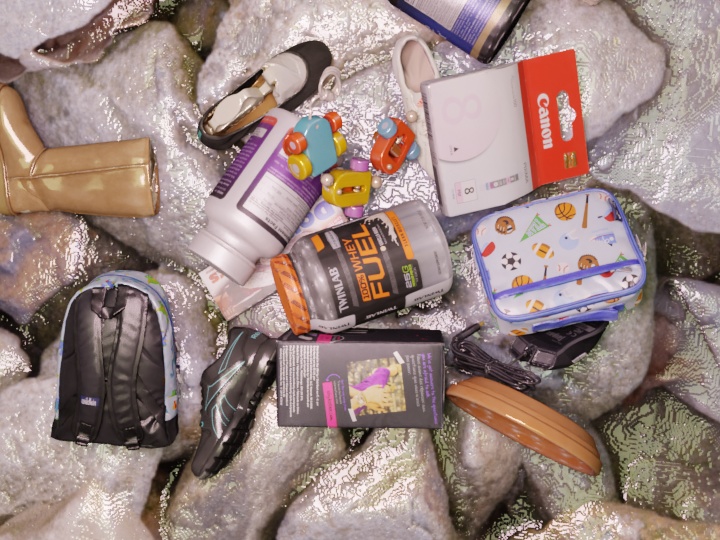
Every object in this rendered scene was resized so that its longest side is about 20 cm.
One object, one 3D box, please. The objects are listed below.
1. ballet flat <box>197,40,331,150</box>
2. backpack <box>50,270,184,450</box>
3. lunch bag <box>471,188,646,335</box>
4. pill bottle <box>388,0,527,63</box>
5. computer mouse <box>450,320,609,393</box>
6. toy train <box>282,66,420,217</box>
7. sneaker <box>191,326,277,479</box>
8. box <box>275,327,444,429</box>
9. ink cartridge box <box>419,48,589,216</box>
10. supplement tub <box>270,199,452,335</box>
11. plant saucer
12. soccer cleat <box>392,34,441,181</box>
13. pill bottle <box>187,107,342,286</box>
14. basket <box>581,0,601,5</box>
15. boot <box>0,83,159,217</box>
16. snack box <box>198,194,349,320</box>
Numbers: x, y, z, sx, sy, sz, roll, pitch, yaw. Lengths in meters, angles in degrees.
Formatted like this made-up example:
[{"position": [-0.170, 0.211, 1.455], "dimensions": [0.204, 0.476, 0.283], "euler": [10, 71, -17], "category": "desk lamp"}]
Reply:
[{"position": [-0.119, -0.218, 1.227], "dimensions": [0.200, 0.068, 0.068], "euler": [-39, 85, 3], "category": "ballet flat"}, {"position": [-0.298, 0.101, 1.220], "dimensions": [0.162, 0.154, 0.201], "euler": [1, 113, 5], "category": "backpack"}, {"position": [0.239, -0.007, 1.179], "dimensions": [0.199, 0.076, 0.161], "euler": [-14, 61, 3], "category": "lunch bag"}, {"position": [0.101, -0.348, 1.190], "dimensions": [0.199, 0.112, 0.112], "euler": [33, 93, 2], "category": "pill bottle"}, {"position": [0.202, 0.090, 1.201], "dimensions": [0.140, 0.199, 0.046], "euler": [20, 126, 38], "category": "computer mouse"}, {"position": [-0.017, -0.149, 1.145], "dimensions": [0.055, 0.200, 0.151], "euler": [22, 85, 40], "category": "toy train"}, {"position": [-0.168, 0.166, 1.248], "dimensions": [0.079, 0.075, 0.201], "euler": [26, 86, 15], "category": "sneaker"}, {"position": [0.002, 0.128, 1.201], "dimensions": [0.198, 0.122, 0.107], "euler": [1, 94, 3], "category": "box"}, {"position": [0.180, -0.166, 1.183], "dimensions": [0.198, 0.057, 0.164], "euler": [-12, 109, -3], "category": "ink cartridge box"}, {"position": [0.000, 0.000, 1.180], "dimensions": [0.199, 0.123, 0.123], "euler": [-20, 90, -11], "category": "supplement tub"}, {"position": [0.194, 0.177, 1.158], "dimensions": [0.199, 0.200, 0.038], "euler": [28, 80, 2], "category": "plant saucer"}, {"position": [0.085, -0.192, 1.212], "dimensions": [0.069, 0.078, 0.201], "euler": [-21, 90, 4], "category": "soccer cleat"}, {"position": [-0.119, -0.085, 1.194], "dimensions": [0.111, 0.111, 0.201], "euler": [34, 82, 2], "category": "pill bottle"}, {"position": [0.249, -0.435, 1.141], "dimensions": [0.198, 0.200, 0.161], "euler": [33, 99, 2], "category": "basket"}, {"position": [-0.360, -0.152, 1.249], "dimensions": [0.198, 0.066, 0.177], "euler": [-3, 103, 4], "category": "boot"}, {"position": [-0.103, -0.019, 1.253], "dimensions": [0.199, 0.024, 0.072], "euler": [-32, 87, 3], "category": "snack box"}]
